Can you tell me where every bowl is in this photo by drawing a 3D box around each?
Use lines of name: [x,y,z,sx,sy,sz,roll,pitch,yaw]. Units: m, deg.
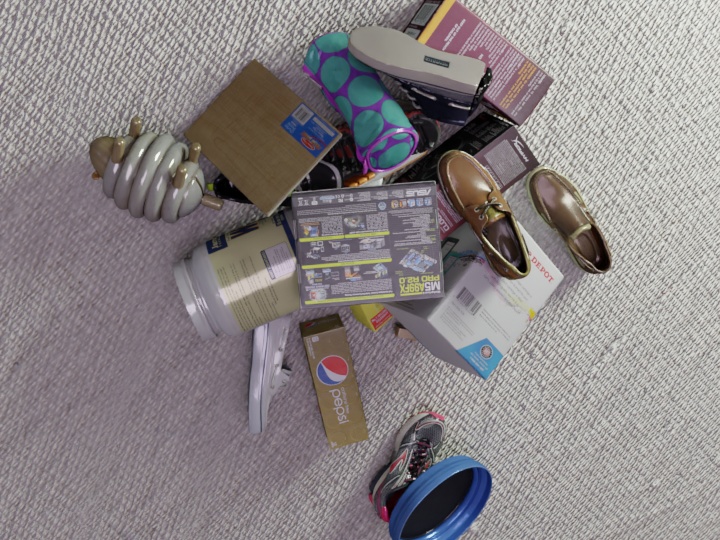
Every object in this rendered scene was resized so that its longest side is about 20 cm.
bowl: [0.130,0.389,1.581,0.200,0.039,0.201,-24,135,-26]

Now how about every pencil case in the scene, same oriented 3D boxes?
pencil case: [-0.004,-0.231,1.324,0.092,0.085,0.200,-27,65,-11]

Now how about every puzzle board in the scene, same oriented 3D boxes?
puzzle board: [-0.137,-0.186,1.334,0.151,0.200,0.017,-47,153,0]

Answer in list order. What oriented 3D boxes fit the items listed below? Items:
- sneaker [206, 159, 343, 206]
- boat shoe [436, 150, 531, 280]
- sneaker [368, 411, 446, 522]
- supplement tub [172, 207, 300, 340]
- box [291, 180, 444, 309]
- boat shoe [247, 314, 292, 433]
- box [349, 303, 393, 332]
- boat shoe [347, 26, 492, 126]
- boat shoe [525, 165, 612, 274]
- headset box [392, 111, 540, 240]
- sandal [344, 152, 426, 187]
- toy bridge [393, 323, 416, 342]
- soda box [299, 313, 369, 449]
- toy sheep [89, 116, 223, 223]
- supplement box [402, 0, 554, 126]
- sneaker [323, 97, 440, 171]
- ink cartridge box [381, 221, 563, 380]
sneaker: [-0.123,-0.115,1.360,0.199,0.083,0.072,0,108,21]
boat shoe: [0.176,-0.078,1.306,0.072,0.068,0.200,-36,100,-4]
sneaker: [0.087,0.325,1.582,0.080,0.075,0.201,23,101,-17]
supplement tub: [-0.157,0.008,1.398,0.199,0.145,0.145,-23,110,-3]
box: [0.010,-0.035,1.310,0.199,0.044,0.161,-5,93,-1]
boat shoe: [-0.139,0.160,1.486,0.066,0.074,0.201,3,106,-9]
box: [0.000,0.000,1.430,0.075,0.050,0.200,-40,135,-16]
boat shoe: [0.073,-0.258,1.308,0.199,0.075,0.093,21,144,4]
boat shoe: [0.335,-0.077,1.502,0.075,0.075,0.202,-40,110,3]
headset box: [0.142,-0.136,1.408,0.200,0.149,0.077,-39,109,2]
sandal: [0.019,-0.123,1.426,0.206,0.079,0.059,-28,107,-3]
toy bridge: [0.107,0.020,1.514,0.067,0.027,0.201,9,104,-15]
soda box: [-0.041,0.176,1.516,0.067,0.064,0.201,-14,110,-6]
toy sheep: [-0.284,-0.131,1.338,0.199,0.138,0.138,27,101,-1]
supplement box: [0.165,-0.304,1.380,0.200,0.110,0.086,34,98,-18]
sneaker: [0.022,-0.202,1.408,0.200,0.098,0.071,-12,126,18]
ink cartridge box: [0.166,0.028,1.432,0.147,0.146,0.200,45,78,-26]
